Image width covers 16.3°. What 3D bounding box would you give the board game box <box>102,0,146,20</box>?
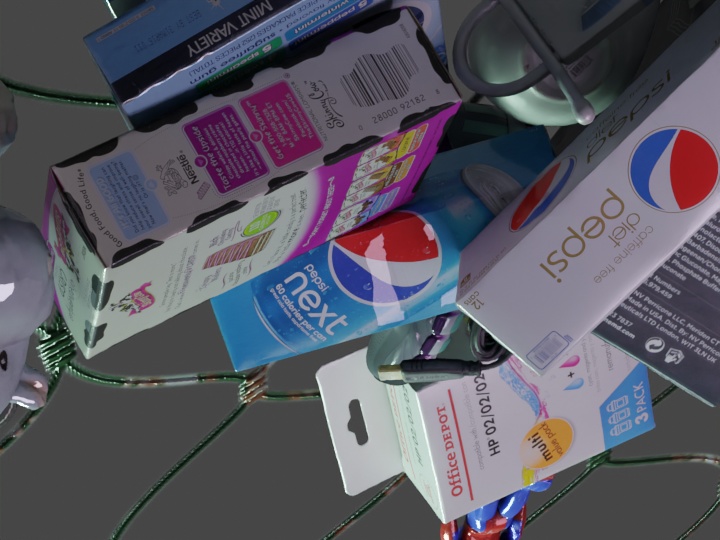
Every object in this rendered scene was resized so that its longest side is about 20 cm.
[{"bbox_3d":[-0.055,-0.211,1.192,0.200,0.047,0.151,-31,145,-2],"label":"board game box"}]

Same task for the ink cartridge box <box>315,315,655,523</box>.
[{"bbox_3d":[0.082,0.081,1.606,0.199,0.068,0.115,-23,127,-13],"label":"ink cartridge box"}]

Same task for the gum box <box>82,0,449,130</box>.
[{"bbox_3d":[-0.041,-0.109,1.274,0.170,0.045,0.200,-31,164,-4],"label":"gum box"}]

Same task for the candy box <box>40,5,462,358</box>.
[{"bbox_3d":[-0.059,-0.043,1.247,0.200,0.061,0.136,-27,166,-19],"label":"candy box"}]

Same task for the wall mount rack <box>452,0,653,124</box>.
[{"bbox_3d":[0.132,-0.154,1.293,0.200,0.174,0.075,-38,145,7],"label":"wall mount rack"}]

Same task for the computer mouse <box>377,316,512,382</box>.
[{"bbox_3d":[0.000,0.000,1.436,0.199,0.046,0.141,-3,120,-3],"label":"computer mouse"}]

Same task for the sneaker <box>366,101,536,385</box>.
[{"bbox_3d":[0.029,-0.022,1.481,0.087,0.075,0.200,14,121,-22],"label":"sneaker"}]

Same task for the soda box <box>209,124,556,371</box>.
[{"bbox_3d":[0.017,-0.013,1.364,0.199,0.068,0.064,-16,118,4],"label":"soda box"}]

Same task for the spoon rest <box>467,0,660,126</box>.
[{"bbox_3d":[0.146,-0.159,1.394,0.200,0.061,0.099,-41,112,18],"label":"spoon rest"}]

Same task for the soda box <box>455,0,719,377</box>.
[{"bbox_3d":[0.137,-0.042,1.273,0.064,0.068,0.200,41,111,-13],"label":"soda box"}]

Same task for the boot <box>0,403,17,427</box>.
[{"bbox_3d":[-0.246,0.095,1.316,0.200,0.151,0.073,13,119,-44],"label":"boot"}]

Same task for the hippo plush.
[{"bbox_3d":[-0.233,0.002,1.208,0.159,0.161,0.200,1,133,-39],"label":"hippo plush"}]

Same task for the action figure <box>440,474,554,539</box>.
[{"bbox_3d":[0.093,0.164,1.753,0.065,0.052,0.200,-7,143,-23],"label":"action figure"}]

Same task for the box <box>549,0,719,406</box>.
[{"bbox_3d":[0.208,-0.067,1.413,0.117,0.197,0.200,30,117,-15],"label":"box"}]
